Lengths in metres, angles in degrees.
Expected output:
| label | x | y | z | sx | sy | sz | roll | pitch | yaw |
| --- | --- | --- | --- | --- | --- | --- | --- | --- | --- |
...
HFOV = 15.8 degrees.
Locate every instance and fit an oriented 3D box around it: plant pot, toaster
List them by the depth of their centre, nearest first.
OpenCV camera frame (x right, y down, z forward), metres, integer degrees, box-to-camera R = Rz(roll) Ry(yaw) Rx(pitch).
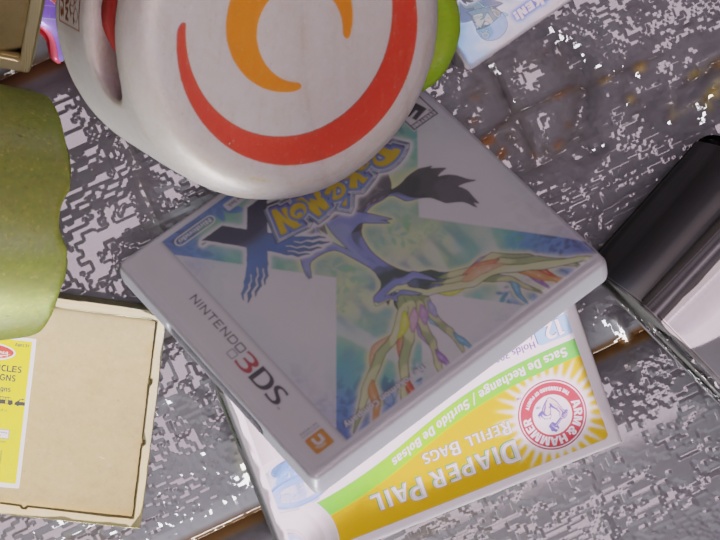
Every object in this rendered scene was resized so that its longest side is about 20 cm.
| label | x | y | z | sx | sy | sz | roll | pitch | yaw |
| --- | --- | --- | --- | --- | --- | --- | --- | --- | --- |
| plant pot | -0.253 | -0.032 | 1.343 | 0.183 | 0.200 | 0.202 | 2 | 96 | -24 |
| toaster | 0.228 | 0.017 | 1.426 | 0.119 | 0.181 | 0.200 | -45 | 101 | 0 |

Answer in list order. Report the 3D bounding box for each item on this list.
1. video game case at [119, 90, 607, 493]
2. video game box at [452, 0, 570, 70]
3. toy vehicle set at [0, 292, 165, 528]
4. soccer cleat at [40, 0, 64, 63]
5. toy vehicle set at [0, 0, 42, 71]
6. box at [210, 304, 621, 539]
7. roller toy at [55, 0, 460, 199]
| label | x | y | z | sx | sy | sz | roll | pitch | yaw |
| --- | --- | --- | --- | --- | --- | --- | --- | --- | --- |
| video game case | 0.000 | 0.000 | 1.395 | 0.200 | 0.022 | 0.182 | -36 | 58 | -15 |
| video game box | 0.089 | -0.242 | 1.445 | 0.199 | 0.047 | 0.183 | -34 | 98 | -4 |
| toy vehicle set | -0.213 | 0.070 | 1.445 | 0.199 | 0.027 | 0.125 | 8 | 95 | -9 |
| soccer cleat | -0.240 | -0.167 | 1.395 | 0.199 | 0.068 | 0.074 | 12 | 94 | -13 |
| toy vehicle set | -0.256 | -0.183 | 1.333 | 0.199 | 0.027 | 0.125 | 12 | 119 | -7 |
| box | 0.029 | 0.073 | 1.443 | 0.199 | 0.101 | 0.113 | -22 | 99 | -5 |
| roller toy | -0.065 | -0.140 | 1.375 | 0.182 | 0.140 | 0.200 | -44 | 120 | -9 |
